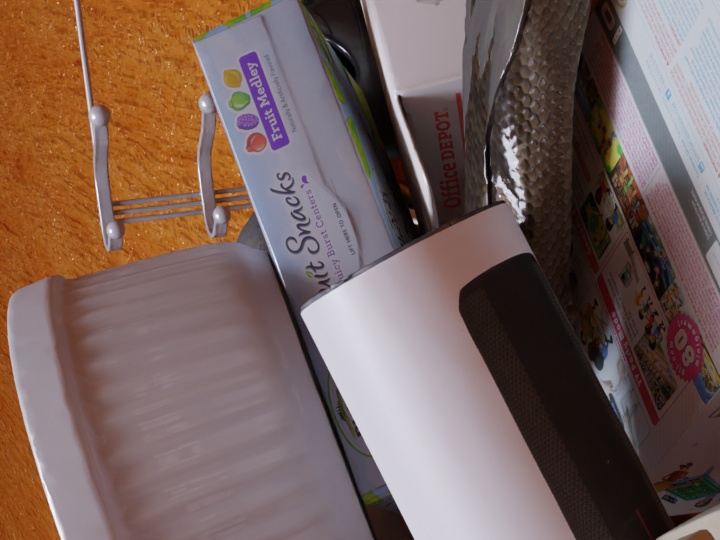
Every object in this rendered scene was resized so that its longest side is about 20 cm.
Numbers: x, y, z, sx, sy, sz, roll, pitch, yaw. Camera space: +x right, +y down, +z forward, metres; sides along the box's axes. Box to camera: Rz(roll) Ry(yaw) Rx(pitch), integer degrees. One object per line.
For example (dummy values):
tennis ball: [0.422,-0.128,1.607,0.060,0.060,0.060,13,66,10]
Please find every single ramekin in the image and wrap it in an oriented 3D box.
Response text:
ramekin: [-0.058,0.085,0.707,0.200,0.104,0.202,160,90,-88]

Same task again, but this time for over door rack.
over door rack: [-0.104,-0.121,1.073,0.067,0.147,0.202,138,123,-68]

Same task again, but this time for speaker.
speaker: [0.059,0.084,0.568,0.201,0.081,0.081,63,157,4]

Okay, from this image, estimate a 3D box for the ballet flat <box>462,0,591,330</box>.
ballet flat: [0.063,-0.050,0.623,0.067,0.046,0.202,-136,49,-74]

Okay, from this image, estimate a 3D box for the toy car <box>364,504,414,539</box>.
toy car: [0.019,0.140,0.856,0.199,0.184,0.178,11,109,39]

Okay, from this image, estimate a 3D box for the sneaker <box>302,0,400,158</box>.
sneaker: [-0.006,-0.130,0.889,0.201,0.090,0.076,-116,26,-45]

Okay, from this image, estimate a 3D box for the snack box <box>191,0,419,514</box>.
snack box: [0.000,0.000,0.731,0.142,0.053,0.201,40,-152,-75]

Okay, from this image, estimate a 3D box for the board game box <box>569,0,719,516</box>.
board game box: [0.124,-0.024,0.602,0.200,0.064,0.148,115,144,-53]

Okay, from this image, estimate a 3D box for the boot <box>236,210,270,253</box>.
boot: [-0.018,-0.010,0.991,0.200,0.069,0.133,70,-147,-66]

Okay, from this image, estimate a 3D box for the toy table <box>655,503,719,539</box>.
toy table: [0.148,0.100,0.444,0.118,0.183,0.200,62,146,10]

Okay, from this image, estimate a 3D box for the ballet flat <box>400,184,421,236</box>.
ballet flat: [0.037,0.016,0.855,0.200,0.068,0.063,51,129,54]

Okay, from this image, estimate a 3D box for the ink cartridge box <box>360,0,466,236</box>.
ink cartridge box: [0.039,-0.098,0.742,0.117,0.067,0.201,73,-176,-62]
